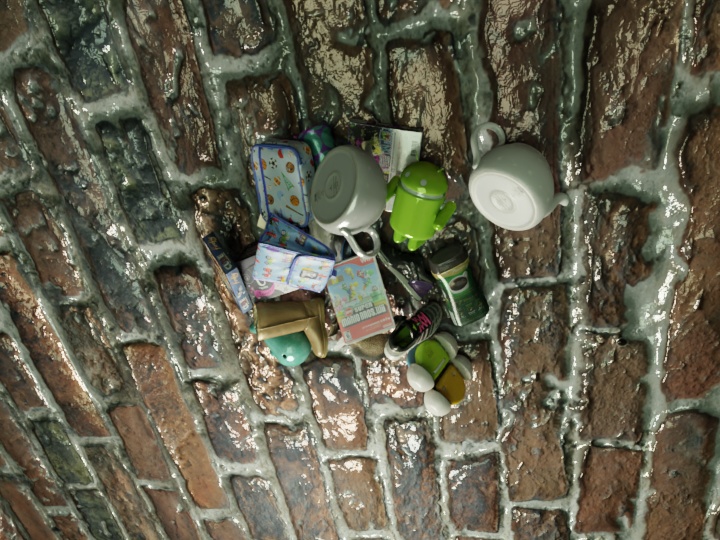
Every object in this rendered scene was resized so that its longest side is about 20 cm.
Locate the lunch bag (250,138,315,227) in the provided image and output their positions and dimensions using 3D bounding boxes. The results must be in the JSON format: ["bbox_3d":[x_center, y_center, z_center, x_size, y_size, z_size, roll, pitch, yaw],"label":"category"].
[{"bbox_3d":[-0.178,-0.197,1.227,0.155,0.076,0.207,10,119,25],"label":"lunch bag"}]

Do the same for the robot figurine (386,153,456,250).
[{"bbox_3d":[0.132,-0.153,1.205,0.172,0.115,0.206,30,124,25],"label":"robot figurine"}]

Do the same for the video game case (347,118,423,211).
[{"bbox_3d":[0.053,-0.245,1.261,0.174,0.036,0.207,9,120,9],"label":"video game case"}]

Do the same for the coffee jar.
[{"bbox_3d":[0.245,0.031,1.330,0.101,0.086,0.205,-23,111,7],"label":"coffee jar"}]

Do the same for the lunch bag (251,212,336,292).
[{"bbox_3d":[-0.147,-0.024,1.256,0.193,0.097,0.152,20,144,-6],"label":"lunch bag"}]

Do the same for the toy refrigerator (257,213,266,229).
[{"bbox_3d":[-0.199,-0.200,1.327,0.068,0.077,0.204,23,122,0],"label":"toy refrigerator"}]

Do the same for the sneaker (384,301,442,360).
[{"bbox_3d":[0.142,0.151,1.376,0.198,0.088,0.074,-39,74,-11],"label":"sneaker"}]

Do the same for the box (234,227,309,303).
[{"bbox_3d":[-0.217,-0.016,1.408,0.194,0.116,0.135,-17,113,22],"label":"box"}]

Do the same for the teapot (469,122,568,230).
[{"bbox_3d":[0.336,-0.202,1.147,0.193,0.148,0.202,21,153,36],"label":"teapot"}]

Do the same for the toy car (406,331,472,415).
[{"bbox_3d":[0.200,0.278,1.455,0.202,0.175,0.148,53,153,-17],"label":"toy car"}]

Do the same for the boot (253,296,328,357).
[{"bbox_3d":[-0.192,0.165,1.452,0.193,0.066,0.183,-7,92,-28],"label":"boot"}]

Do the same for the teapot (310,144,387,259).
[{"bbox_3d":[-0.008,-0.161,1.153,0.143,0.197,0.205,14,109,-41],"label":"teapot"}]

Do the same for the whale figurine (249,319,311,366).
[{"bbox_3d":[-0.236,0.200,1.535,0.195,0.105,0.162,29,122,-4],"label":"whale figurine"}]

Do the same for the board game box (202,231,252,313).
[{"bbox_3d":[-0.352,0.010,1.412,0.136,0.034,0.203,49,160,27],"label":"board game box"}]

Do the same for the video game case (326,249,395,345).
[{"bbox_3d":[-0.003,0.069,1.333,0.138,0.017,0.207,-18,99,-1],"label":"video game case"}]

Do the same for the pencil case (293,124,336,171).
[{"bbox_3d":[-0.083,-0.237,1.252,0.089,0.085,0.207,-16,101,14],"label":"pencil case"}]

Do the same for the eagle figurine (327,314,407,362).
[{"bbox_3d":[0.017,0.164,1.435,0.194,0.152,0.156,21,87,-3],"label":"eagle figurine"}]

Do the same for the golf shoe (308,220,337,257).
[{"bbox_3d":[-0.095,-0.118,1.349,0.089,0.076,0.205,-18,113,19],"label":"golf shoe"}]

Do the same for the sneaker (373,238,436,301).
[{"bbox_3d":[0.117,-0.024,1.357,0.087,0.076,0.200,-40,107,13],"label":"sneaker"}]

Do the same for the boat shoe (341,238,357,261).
[{"bbox_3d":[0.000,0.000,1.389,0.066,0.085,0.205,11,136,27],"label":"boat shoe"}]
